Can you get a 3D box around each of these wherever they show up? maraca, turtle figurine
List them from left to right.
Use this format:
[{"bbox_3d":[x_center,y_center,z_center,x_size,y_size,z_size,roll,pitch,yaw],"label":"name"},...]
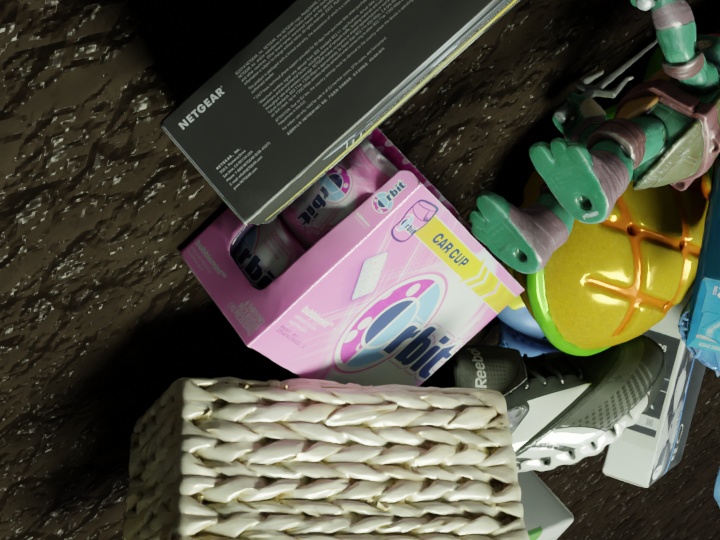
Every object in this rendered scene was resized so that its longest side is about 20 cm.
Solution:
[{"bbox_3d":[0.160,-0.041,1.000,0.201,0.106,0.138,-52,136,-21],"label":"maraca"},{"bbox_3d":[0.142,-0.085,0.868,0.200,0.100,0.150,-46,164,-36],"label":"turtle figurine"}]

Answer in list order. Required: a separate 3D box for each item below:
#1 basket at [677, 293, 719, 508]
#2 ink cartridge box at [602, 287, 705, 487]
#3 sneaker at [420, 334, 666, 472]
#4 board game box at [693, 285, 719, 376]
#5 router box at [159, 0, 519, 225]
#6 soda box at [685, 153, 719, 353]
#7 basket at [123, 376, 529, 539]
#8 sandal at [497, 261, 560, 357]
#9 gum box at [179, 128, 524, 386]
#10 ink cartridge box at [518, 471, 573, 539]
[{"bbox_3d":[0.256,0.061,1.018,0.177,0.138,0.202,59,48,-67],"label":"basket"},{"bbox_3d":[0.218,0.042,1.167,0.099,0.039,0.202,-12,115,-65],"label":"ink cartridge box"},{"bbox_3d":[0.089,0.078,1.014,0.198,0.067,0.091,-24,127,-1],"label":"sneaker"},{"bbox_3d":[0.272,-0.022,1.146,0.159,0.039,0.200,-68,154,-22],"label":"board game box"},{"bbox_3d":[0.015,-0.102,0.689,0.200,0.052,0.157,-42,-179,0],"label":"router box"},{"bbox_3d":[0.229,-0.048,0.939,0.064,0.067,0.201,90,14,-53],"label":"soda box"},{"bbox_3d":[-0.022,0.130,0.886,0.198,0.125,0.136,3,161,-20],"label":"basket"},{"bbox_3d":[0.122,0.043,1.114,0.087,0.080,0.200,-41,153,11],"label":"sandal"},{"bbox_3d":[0.000,0.000,0.882,0.113,0.066,0.200,-42,155,5],"label":"gum box"},{"bbox_3d":[0.051,0.238,1.296,0.200,0.084,0.146,-50,160,19],"label":"ink cartridge box"}]
